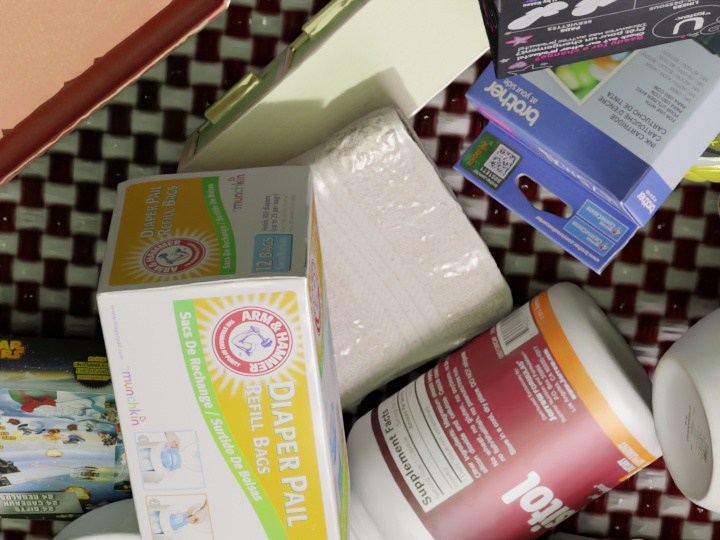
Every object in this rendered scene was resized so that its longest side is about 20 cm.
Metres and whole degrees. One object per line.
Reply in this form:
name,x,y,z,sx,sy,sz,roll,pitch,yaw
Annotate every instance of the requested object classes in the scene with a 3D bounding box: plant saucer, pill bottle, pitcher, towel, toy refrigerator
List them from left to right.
plant saucer,-0.204,-0.167,1.247,0.200,0.037,0.200,-36,105,12
toy refrigerator,-0.007,-0.106,1.245,0.200,0.076,0.070,-41,104,13
towel,0.000,0.000,1.249,0.132,0.035,0.200,-29,141,7
pill bottle,0.067,0.105,1.295,0.200,0.113,0.113,-35,105,12
pitcher,0.261,0.043,1.208,0.199,0.121,0.172,-11,125,-14

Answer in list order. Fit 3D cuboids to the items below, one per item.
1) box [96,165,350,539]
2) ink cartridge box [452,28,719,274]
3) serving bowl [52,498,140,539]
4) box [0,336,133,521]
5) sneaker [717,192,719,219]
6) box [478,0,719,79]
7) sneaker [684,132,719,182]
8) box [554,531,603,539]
box,-0.064,0.062,1.162,0.101,0.113,0.201,-5,120,3
ink cartridge box,0.141,-0.109,1.202,0.119,0.042,0.200,39,92,33
serving bowl,-0.090,0.196,1.326,0.199,0.066,0.201,13,137,12
box,-0.135,0.092,1.296,0.199,0.040,0.137,3,142,-1
sneaker,0.294,-0.005,1.277,0.199,0.077,0.073,11,106,-5
box,0.106,-0.214,1.139,0.132,0.115,0.201,-12,72,0
sneaker,0.249,-0.100,1.228,0.199,0.085,0.075,-16,63,6
box,0.202,0.243,1.348,0.199,0.098,0.125,10,108,-2
